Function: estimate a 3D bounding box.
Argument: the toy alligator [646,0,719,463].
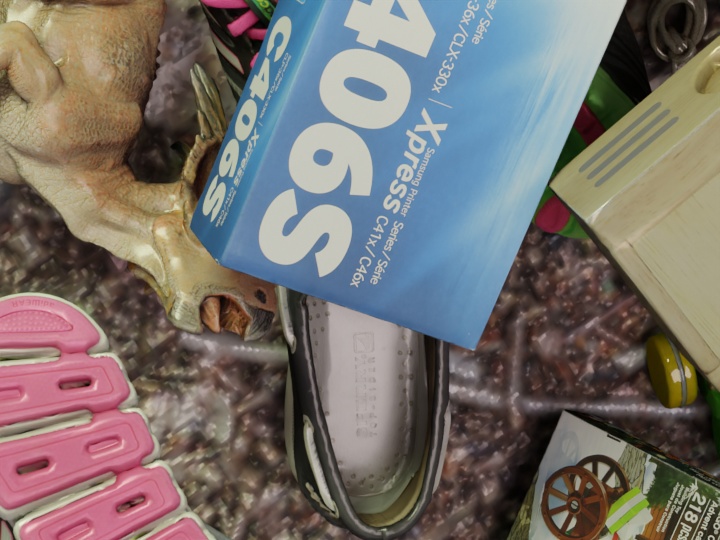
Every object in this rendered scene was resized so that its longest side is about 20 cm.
[{"bbox_3d":[0.140,-0.010,0.831,0.059,0.054,0.202,-12,105,-8],"label":"toy alligator"}]

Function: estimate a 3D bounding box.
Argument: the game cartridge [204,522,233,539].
[{"bbox_3d":[-0.082,0.159,0.808,0.199,0.040,0.134,33,94,-23],"label":"game cartridge"}]

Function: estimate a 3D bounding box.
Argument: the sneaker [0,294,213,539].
[{"bbox_3d":[-0.081,0.106,0.713,0.073,0.087,0.201,-25,89,-14],"label":"sneaker"}]

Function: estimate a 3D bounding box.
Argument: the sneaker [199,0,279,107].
[{"bbox_3d":[-0.032,-0.100,0.708,0.073,0.087,0.201,-20,93,19],"label":"sneaker"}]

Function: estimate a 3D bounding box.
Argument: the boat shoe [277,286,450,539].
[{"bbox_3d":[0.000,0.000,0.783,0.073,0.060,0.202,-1,102,-14],"label":"boat shoe"}]

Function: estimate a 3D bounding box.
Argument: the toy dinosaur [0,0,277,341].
[{"bbox_3d":[-0.092,-0.076,0.726,0.135,0.086,0.202,-1,90,-28],"label":"toy dinosaur"}]

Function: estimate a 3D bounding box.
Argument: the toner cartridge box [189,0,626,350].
[{"bbox_3d":[0.029,-0.084,0.669,0.094,0.043,0.201,18,102,-24],"label":"toner cartridge box"}]

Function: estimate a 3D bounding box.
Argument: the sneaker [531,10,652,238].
[{"bbox_3d":[0.045,-0.105,0.776,0.076,0.084,0.201,-25,97,23],"label":"sneaker"}]

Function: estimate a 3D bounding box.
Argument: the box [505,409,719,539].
[{"bbox_3d":[0.100,0.173,0.823,0.038,0.136,0.201,15,99,-58],"label":"box"}]

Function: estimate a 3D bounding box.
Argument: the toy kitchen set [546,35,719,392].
[{"bbox_3d":[0.112,-0.107,0.730,0.180,0.200,0.163,-40,113,3],"label":"toy kitchen set"}]
